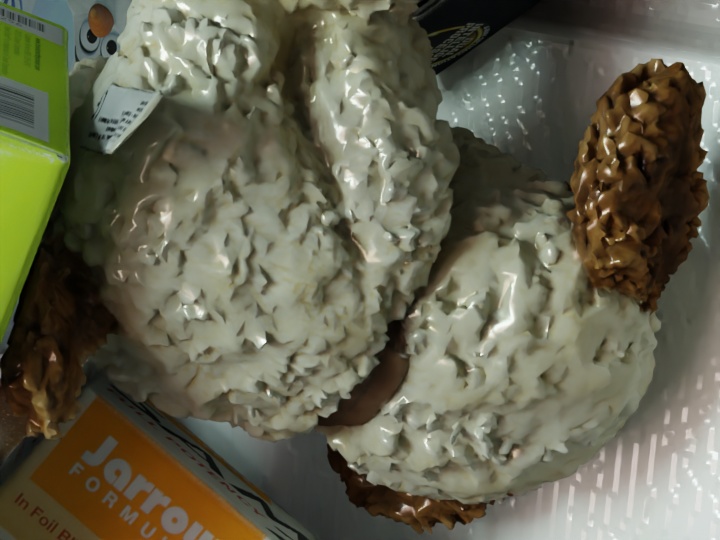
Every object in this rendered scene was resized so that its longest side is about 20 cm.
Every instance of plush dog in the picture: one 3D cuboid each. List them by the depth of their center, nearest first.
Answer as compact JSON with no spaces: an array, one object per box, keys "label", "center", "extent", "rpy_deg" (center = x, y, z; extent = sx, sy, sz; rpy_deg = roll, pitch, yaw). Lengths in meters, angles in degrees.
[{"label":"plush dog","center":[0.000,0.000,0.773],"extent":[0.200,0.171,0.161],"rpy_deg":[-52,21,47]}]

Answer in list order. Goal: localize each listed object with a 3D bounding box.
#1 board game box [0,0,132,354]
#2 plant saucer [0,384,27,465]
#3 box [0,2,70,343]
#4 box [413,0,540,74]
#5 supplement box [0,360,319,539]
[{"label":"board game box","center":[-0.136,-0.073,0.867],"extent":[0.043,0.199,0.201],"rpy_deg":[1,95,42]},{"label":"plant saucer","center":[-0.092,0.133,0.964],"extent":[0.199,0.034,0.202],"rpy_deg":[5,97,44]},{"label":"box","center":[-0.129,0.036,0.755],"extent":[0.122,0.047,0.201],"rpy_deg":[-106,37,-69]},{"label":"box","center":[0.021,-0.177,0.808],"extent":[0.161,0.049,0.201],"rpy_deg":[-35,70,44]},{"label":"supplement box","center":[-0.091,0.141,0.825],"extent":[0.126,0.074,0.200],"rpy_deg":[39,93,-5]}]
